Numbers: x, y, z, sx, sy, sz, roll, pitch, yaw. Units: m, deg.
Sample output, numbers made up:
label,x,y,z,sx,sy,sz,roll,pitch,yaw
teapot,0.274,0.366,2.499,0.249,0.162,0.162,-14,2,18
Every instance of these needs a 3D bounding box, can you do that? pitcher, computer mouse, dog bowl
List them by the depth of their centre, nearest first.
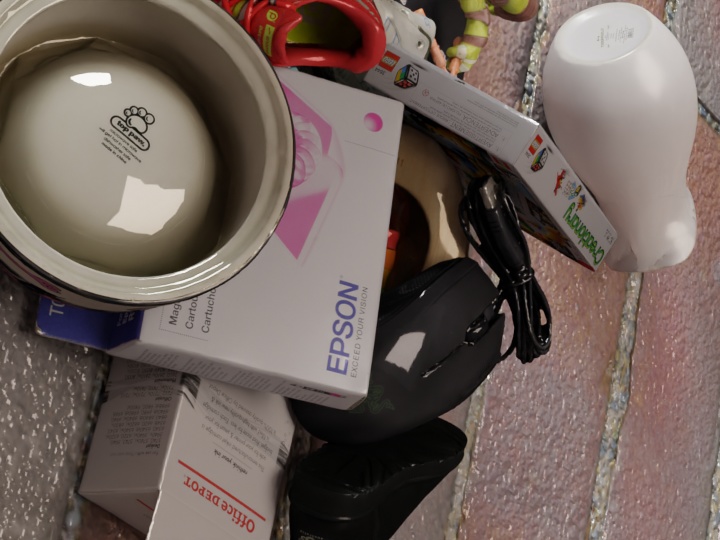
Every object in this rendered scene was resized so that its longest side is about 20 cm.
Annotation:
label,x,y,z,sx,sy,sz,roll,pitch,yaw
dog bowl,-0.141,-0.066,1.342,0.199,0.074,0.202,8,69,-21
computer mouse,0.045,0.042,1.504,0.199,0.053,0.139,-33,119,-24
pitcher,0.215,-0.126,1.922,0.172,0.120,0.201,-86,162,-49

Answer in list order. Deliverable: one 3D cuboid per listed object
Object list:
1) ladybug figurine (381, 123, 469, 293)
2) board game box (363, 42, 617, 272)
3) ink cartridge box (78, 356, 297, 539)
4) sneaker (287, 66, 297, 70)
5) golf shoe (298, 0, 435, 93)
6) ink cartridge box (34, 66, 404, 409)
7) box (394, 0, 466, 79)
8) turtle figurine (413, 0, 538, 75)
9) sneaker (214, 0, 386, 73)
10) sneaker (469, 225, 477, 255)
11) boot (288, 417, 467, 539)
label,x,y,z,sx,sy,sz,roll,pitch,yaw
ladybug figurine,0.000,0.000,1.571,0.072,0.135,0.201,-34,145,-86
board game box,0.090,-0.073,1.588,0.035,0.126,0.200,-55,151,-5
ink cartridge box,-0.102,0.102,1.454,0.116,0.067,0.201,40,54,-46
sneaker,-0.055,-0.100,1.527,0.077,0.086,0.202,12,74,-54
golf shoe,0.001,-0.165,1.572,0.097,0.078,0.201,-23,137,-16
ink cartridge box,-0.080,-0.034,1.422,0.199,0.043,0.198,14,67,-18
box,0.037,-0.246,1.686,0.200,0.049,0.200,51,44,-55
turtle figurine,0.091,-0.232,1.667,0.161,0.064,0.202,-3,91,-68
sneaker,-0.069,-0.163,1.423,0.199,0.085,0.077,7,120,-29
sneaker,0.052,0.015,1.672,0.082,0.088,0.201,56,44,-36
boot,-0.008,0.187,1.541,0.198,0.073,0.164,-26,134,-61
